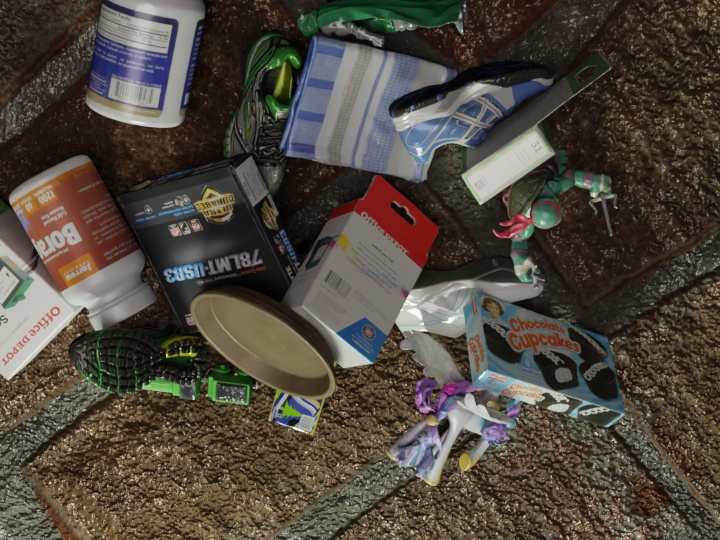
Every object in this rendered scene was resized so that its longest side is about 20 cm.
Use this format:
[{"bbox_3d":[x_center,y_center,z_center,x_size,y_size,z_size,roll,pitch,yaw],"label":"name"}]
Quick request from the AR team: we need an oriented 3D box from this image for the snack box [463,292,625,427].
[{"bbox_3d":[0.218,0.107,1.402,0.199,0.117,0.037,18,134,-23],"label":"snack box"}]

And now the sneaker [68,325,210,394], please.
[{"bbox_3d":[-0.283,0.107,1.448,0.085,0.200,0.079,14,92,36],"label":"sneaker"}]

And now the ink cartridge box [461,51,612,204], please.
[{"bbox_3d":[0.206,-0.164,1.335,0.199,0.146,0.048,-33,102,14],"label":"ink cartridge box"}]

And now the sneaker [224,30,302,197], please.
[{"bbox_3d":[-0.112,-0.176,1.379,0.078,0.085,0.201,-2,111,-22],"label":"sneaker"}]

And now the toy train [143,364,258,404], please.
[{"bbox_3d":[-0.232,0.143,1.527,0.199,0.056,0.042,6,110,4],"label":"toy train"}]

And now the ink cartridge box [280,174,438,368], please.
[{"bbox_3d":[0.000,0.000,1.392,0.116,0.201,0.067,40,152,-21],"label":"ink cartridge box"}]

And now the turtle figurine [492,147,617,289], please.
[{"bbox_3d":[0.212,-0.073,1.332,0.150,0.200,0.101,-40,108,14],"label":"turtle figurine"}]

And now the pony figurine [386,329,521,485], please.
[{"bbox_3d":[0.122,0.168,1.446,0.167,0.193,0.200,47,110,34],"label":"pony figurine"}]

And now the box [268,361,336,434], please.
[{"bbox_3d":[-0.057,0.101,1.487,0.064,0.070,0.201,18,109,1],"label":"box"}]

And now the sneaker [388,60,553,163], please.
[{"bbox_3d":[0.132,-0.188,1.361,0.199,0.076,0.077,-20,111,-7],"label":"sneaker"}]

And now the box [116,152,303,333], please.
[{"bbox_3d":[-0.175,-0.029,1.426,0.199,0.050,0.199,-10,112,35],"label":"box"}]

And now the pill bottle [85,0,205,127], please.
[{"bbox_3d":[-0.244,-0.278,1.360,0.119,0.120,0.201,15,108,1],"label":"pill bottle"}]

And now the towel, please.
[{"bbox_3d":[0.013,-0.184,1.364,0.199,0.024,0.148,8,110,-30],"label":"towel"}]

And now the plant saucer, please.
[{"bbox_3d":[-0.111,0.082,1.388,0.199,0.030,0.200,25,152,15],"label":"plant saucer"}]

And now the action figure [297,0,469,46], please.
[{"bbox_3d":[0.023,-0.291,1.348,0.199,0.118,0.055,0,119,15],"label":"action figure"}]

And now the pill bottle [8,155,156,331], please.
[{"bbox_3d":[-0.336,-0.030,1.441,0.112,0.112,0.201,-28,95,14],"label":"pill bottle"}]

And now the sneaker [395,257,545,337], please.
[{"bbox_3d":[0.132,0.036,1.454,0.199,0.071,0.081,-8,113,16],"label":"sneaker"}]

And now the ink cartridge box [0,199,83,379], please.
[{"bbox_3d":[-0.463,0.016,1.496,0.200,0.084,0.146,44,107,-8],"label":"ink cartridge box"}]
